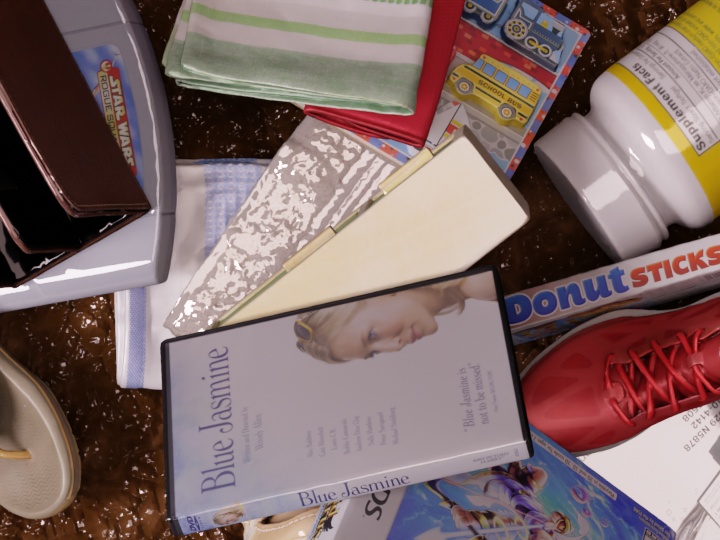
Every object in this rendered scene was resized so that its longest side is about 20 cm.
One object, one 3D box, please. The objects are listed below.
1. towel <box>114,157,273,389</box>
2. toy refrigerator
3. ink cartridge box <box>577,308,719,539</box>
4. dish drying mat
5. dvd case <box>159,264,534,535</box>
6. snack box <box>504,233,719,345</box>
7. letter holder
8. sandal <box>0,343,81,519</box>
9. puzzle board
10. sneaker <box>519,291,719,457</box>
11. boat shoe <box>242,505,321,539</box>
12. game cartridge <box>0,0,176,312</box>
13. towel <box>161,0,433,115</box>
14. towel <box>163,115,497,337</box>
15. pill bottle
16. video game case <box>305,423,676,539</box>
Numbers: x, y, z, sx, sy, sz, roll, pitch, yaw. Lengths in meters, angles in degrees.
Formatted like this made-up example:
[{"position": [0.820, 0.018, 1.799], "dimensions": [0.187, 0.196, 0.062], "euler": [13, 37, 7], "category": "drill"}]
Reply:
[{"position": [-0.056, 0.001, 1.573], "dimensions": [0.199, 0.024, 0.147], "euler": [0, 91, -2], "category": "towel"}, {"position": [0.000, 0.000, 1.484], "dimensions": [0.200, 0.076, 0.070], "euler": [-37, 95, 8], "category": "toy refrigerator"}, {"position": [0.194, 0.144, 1.547], "dimensions": [0.146, 0.084, 0.200], "euler": [-45, 89, -2], "category": "ink cartridge box"}, {"position": [0.026, -0.169, 1.539], "dimensions": [0.077, 0.018, 0.200], "euler": [17, 66, -3], "category": "dish drying mat"}, {"position": [-0.012, 0.069, 1.393], "dimensions": [0.199, 0.143, 0.018], "euler": [-13, 132, 5], "category": "dvd case"}, {"position": [0.140, 0.016, 1.523], "dimensions": [0.200, 0.072, 0.024], "euler": [-17, 80, 17], "category": "snack box"}, {"position": [-0.227, -0.099, 1.468], "dimensions": [0.100, 0.142, 0.200], "euler": [-29, 85, 12], "category": "letter holder"}, {"position": [-0.243, 0.067, 1.538], "dimensions": [0.080, 0.054, 0.200], "euler": [-32, 87, 34], "category": "sandal"}, {"position": [0.026, -0.142, 1.545], "dimensions": [0.200, 0.017, 0.151], "euler": [30, 62, -1], "category": "puzzle board"}, {"position": [0.180, 0.050, 1.450], "dimensions": [0.200, 0.116, 0.079], "euler": [-25, 88, -5], "category": "sneaker"}, {"position": [-0.041, 0.143, 1.488], "dimensions": [0.074, 0.200, 0.069], "euler": [-10, 84, -13], "category": "boat shoe"}, {"position": [-0.182, -0.082, 1.548], "dimensions": [0.133, 0.042, 0.201], "euler": [-11, 89, 17], "category": "game cartridge"}, {"position": [-0.028, -0.190, 1.523], "dimensions": [0.152, 0.023, 0.200], "euler": [7, 63, 5], "category": "towel"}, {"position": [-0.012, -0.012, 1.546], "dimensions": [0.132, 0.034, 0.200], "euler": [34, 90, -1], "category": "towel"}, {"position": [0.211, -0.098, 1.534], "dimensions": [0.200, 0.114, 0.114], "euler": [-37, 91, -1], "category": "pill bottle"}, {"position": [0.072, 0.163, 1.408], "dimensions": [0.200, 0.045, 0.181], "euler": [36, 45, -12], "category": "video game case"}]
